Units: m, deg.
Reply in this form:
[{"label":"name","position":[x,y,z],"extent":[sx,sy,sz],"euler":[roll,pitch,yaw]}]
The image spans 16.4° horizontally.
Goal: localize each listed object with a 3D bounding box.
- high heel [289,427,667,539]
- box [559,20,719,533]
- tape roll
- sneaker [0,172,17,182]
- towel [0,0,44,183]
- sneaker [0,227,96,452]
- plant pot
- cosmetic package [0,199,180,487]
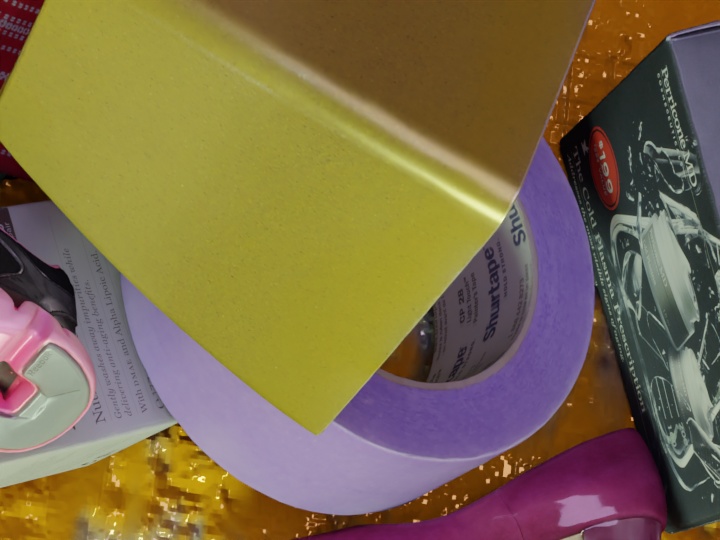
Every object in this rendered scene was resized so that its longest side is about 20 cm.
[{"label":"high heel","position":[0.042,0.116,1.144],"extent":[0.198,0.068,0.097],"euler":[4,55,-10]},{"label":"box","position":[0.182,0.002,1.121],"extent":[0.103,0.182,0.202],"euler":[-13,81,-13]},{"label":"tape roll","position":[0.000,0.000,1.100],"extent":[0.199,0.085,0.202],"euler":[14,62,-27]},{"label":"sneaker","position":[-0.169,-0.055,1.120],"extent":[0.087,0.074,0.201],"euler":[37,73,-7]},{"label":"towel","position":[-0.094,-0.122,1.087],"extent":[0.022,0.144,0.201],"euler":[39,102,36]},{"label":"sneaker","position":[-0.189,-0.011,0.978],"extent":[0.200,0.079,0.096],"euler":[36,29,-24]},{"label":"plant pot","position":[-0.027,-0.092,0.959],"extent":[0.175,0.200,0.201],"euler":[28,56,-7]},{"label":"cosmetic package","position":[-0.185,0.041,1.049],"extent":[0.199,0.081,0.114],"euler":[-14,81,-45]}]
